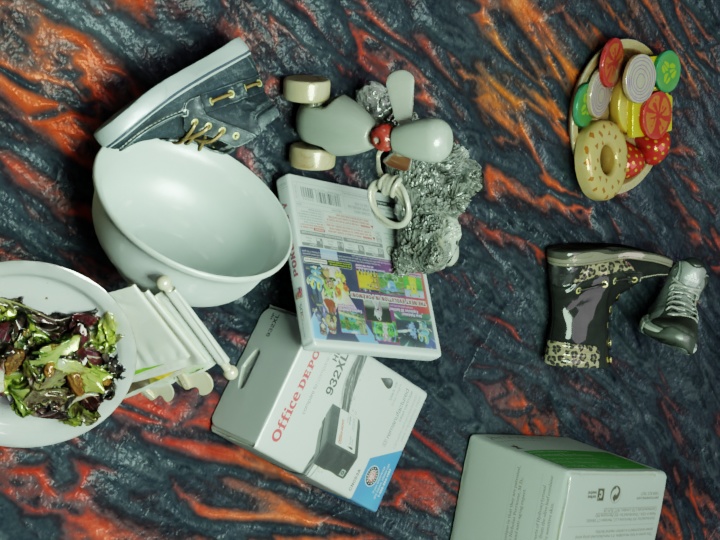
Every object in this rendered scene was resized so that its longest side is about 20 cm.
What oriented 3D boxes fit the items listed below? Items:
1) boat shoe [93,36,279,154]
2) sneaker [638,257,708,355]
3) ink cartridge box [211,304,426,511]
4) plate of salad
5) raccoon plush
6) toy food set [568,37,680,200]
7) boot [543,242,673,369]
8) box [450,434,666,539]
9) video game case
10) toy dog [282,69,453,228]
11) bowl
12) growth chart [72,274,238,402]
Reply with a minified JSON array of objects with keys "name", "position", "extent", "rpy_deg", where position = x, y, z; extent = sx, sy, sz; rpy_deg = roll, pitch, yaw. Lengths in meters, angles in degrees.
[{"name":"boat shoe","position":[-0.154,-0.141,1.341],"extent":[0.200,0.070,0.092],"rpy_deg":[-40,102,-40]},{"name":"sneaker","position":[0.410,0.038,1.848],"extent":[0.074,0.200,0.117],"rpy_deg":[25,95,1]},{"name":"ink cartridge box","position":[-0.041,0.149,1.527],"extent":[0.199,0.083,0.147],"rpy_deg":[34,76,-40]},{"name":"plate of salad","position":[-0.294,0.082,1.253],"extent":[0.197,0.048,0.202],"rpy_deg":[-5,123,-8]},{"name":"raccoon plush","position":[0.040,-0.085,1.530],"extent":[0.199,0.097,0.135],"rpy_deg":[38,54,-7]},{"name":"toy food set","position":[0.331,-0.194,1.805],"extent":[0.198,0.048,0.201],"rpy_deg":[-14,108,-39]},{"name":"boot","position":[0.310,0.044,1.823],"extent":[0.198,0.073,0.153],"rpy_deg":[0,98,-38]},{"name":"box","position":[0.237,0.318,1.754],"extent":[0.197,0.170,0.203],"rpy_deg":[7,94,-42]},{"name":"video game case","position":[0.000,0.000,1.509],"extent":[0.199,0.023,0.185],"rpy_deg":[9,65,-47]},{"name":"toy dog","position":[0.012,-0.143,1.460],"extent":[0.096,0.199,0.133],"rpy_deg":[-27,143,-52]},{"name":"bowl","position":[-0.169,-0.032,1.332],"extent":[0.199,0.202,0.091],"rpy_deg":[-1,135,-41]},{"name":"growth chart","position":[-0.220,0.068,1.298],"extent":[0.018,0.197,0.146],"rpy_deg":[-75,149,-48]}]
